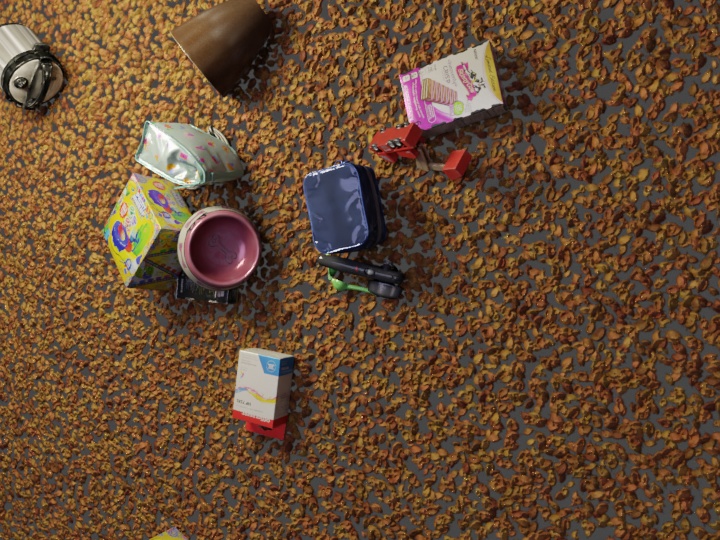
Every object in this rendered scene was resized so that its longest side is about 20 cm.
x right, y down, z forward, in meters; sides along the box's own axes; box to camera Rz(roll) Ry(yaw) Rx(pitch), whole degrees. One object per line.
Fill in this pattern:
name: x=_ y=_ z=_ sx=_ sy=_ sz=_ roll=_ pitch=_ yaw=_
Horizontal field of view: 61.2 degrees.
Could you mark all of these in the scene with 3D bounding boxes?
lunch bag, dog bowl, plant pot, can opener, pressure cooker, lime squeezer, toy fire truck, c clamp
lunch bag: x=-0.393 y=-0.260 z=1.433 sx=0.199 sy=0.170 sz=0.123 roll=32 pitch=111 yaw=13
dog bowl: x=-0.318 y=-0.049 z=1.400 sx=0.074 sy=0.198 sz=0.202 roll=-167 pitch=85 yaw=-68
plant pot: x=-0.309 y=-0.548 z=1.434 sx=0.200 sy=0.187 sz=0.187 roll=-40 pitch=73 yaw=3
can opener: x=0.000 y=0.000 z=1.310 sx=0.198 sy=0.063 sz=0.079 roll=18 pitch=85 yaw=10
pressure cooker: x=-0.933 y=-0.559 z=1.694 sx=0.178 sy=0.176 sz=0.200 roll=-39 pitch=74 yaw=-17
lunch bag: x=-0.030 y=-0.139 z=1.307 sx=0.135 sy=0.132 sz=0.202 roll=-9 pitch=90 yaw=22
lime squeezer: x=-0.046 y=-0.001 z=1.361 sx=0.071 sy=0.038 sz=0.200 roll=-45 pitch=71 yaw=16
toy fire truck: x=0.120 y=-0.243 z=1.260 sx=0.199 sy=0.141 sz=0.049 roll=7 pitch=65 yaw=60
c clamp: x=-0.416 y=-0.299 z=1.540 sx=0.198 sy=0.027 sz=0.173 roll=-21 pitch=81 yaw=21

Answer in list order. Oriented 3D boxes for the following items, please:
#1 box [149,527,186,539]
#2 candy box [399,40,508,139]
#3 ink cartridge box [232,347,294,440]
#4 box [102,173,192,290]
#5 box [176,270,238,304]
box: x=-0.509 y=0.759 z=1.449 sx=0.121 sy=0.200 sz=0.194 roll=33 pitch=101 yaw=22
candy box: x=0.190 y=-0.366 z=1.254 sx=0.198 sy=0.061 sz=0.138 roll=-15 pitch=82 yaw=22
ink cartridge box: x=-0.228 y=0.291 z=1.418 sx=0.115 sy=0.067 sz=0.202 roll=7 pitch=92 yaw=24
box: x=-0.512 y=-0.092 z=1.491 sx=0.193 sy=0.121 sz=0.201 roll=-51 pitch=57 yaw=24
box: x=-0.372 y=-0.023 z=1.501 sx=0.158 sy=0.049 sz=0.202 roll=4 pitch=89 yaw=22
